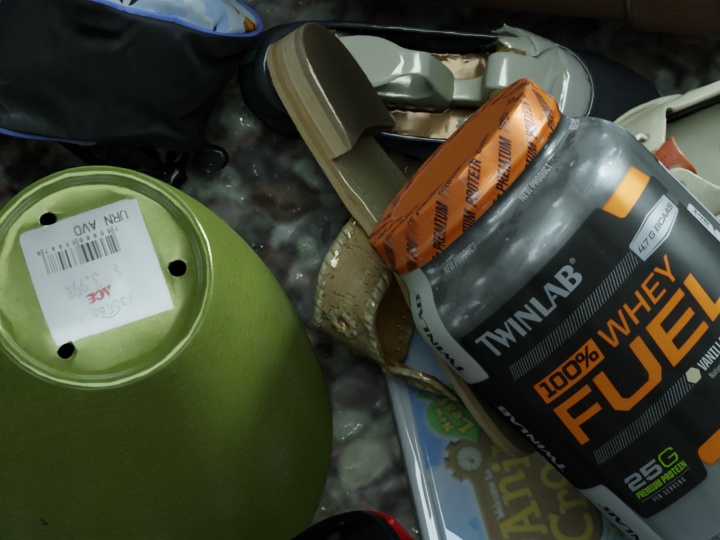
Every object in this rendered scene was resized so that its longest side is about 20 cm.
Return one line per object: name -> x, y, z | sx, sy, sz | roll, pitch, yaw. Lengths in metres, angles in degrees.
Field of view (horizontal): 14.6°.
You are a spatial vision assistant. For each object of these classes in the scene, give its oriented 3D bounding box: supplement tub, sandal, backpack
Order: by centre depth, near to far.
supplement tub -> 0.106, 0.023, 1.167 | 0.200, 0.123, 0.123 | 43, 73, -8
backpack -> -0.155, -0.139, 1.242 | 0.190, 0.200, 0.154 | 30, 98, 29
sandal -> 0.002, -0.001, 1.243 | 0.070, 0.078, 0.212 | -30, 86, 25

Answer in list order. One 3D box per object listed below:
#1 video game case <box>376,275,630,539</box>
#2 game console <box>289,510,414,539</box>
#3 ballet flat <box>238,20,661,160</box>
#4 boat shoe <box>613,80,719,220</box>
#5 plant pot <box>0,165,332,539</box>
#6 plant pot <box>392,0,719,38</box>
video game case -> 0.107, 0.063, 1.259 | 0.182, 0.022, 0.201 | -11, 70, -5
game console -> -0.046, 0.182, 1.097 | 0.200, 0.031, 0.177 | -33, 28, -4
ballet flat -> 0.042, -0.081, 1.288 | 0.199, 0.073, 0.073 | 7, 69, 2
boat shoe -> 0.141, -0.044, 1.254 | 0.200, 0.063, 0.071 | -24, 73, -14
plant pot -> -0.105, 0.037, 1.171 | 0.187, 0.200, 0.188 | 0, 69, 0
plant pot -> 0.075, -0.199, 1.279 | 0.198, 0.200, 0.201 | 0, 69, 8
